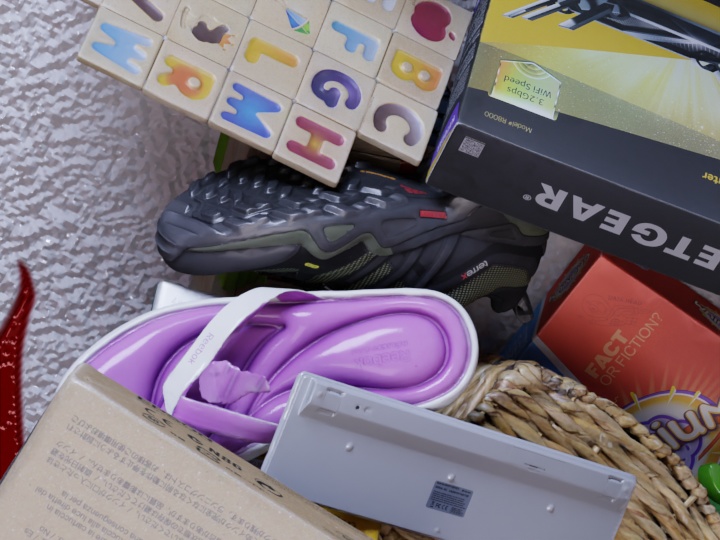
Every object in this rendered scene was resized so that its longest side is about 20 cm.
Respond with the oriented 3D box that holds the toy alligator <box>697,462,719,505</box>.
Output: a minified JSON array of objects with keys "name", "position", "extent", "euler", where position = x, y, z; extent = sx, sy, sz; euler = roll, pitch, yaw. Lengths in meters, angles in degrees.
[{"name":"toy alligator","position":[0.257,0.144,1.517],"extent":[0.200,0.059,0.054],"euler":[38,69,-12]}]

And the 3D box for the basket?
[{"name":"basket","position":[0.086,0.137,1.516],"extent":[0.200,0.149,0.143],"euler":[46,75,-14]}]

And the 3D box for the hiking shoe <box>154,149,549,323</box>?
[{"name":"hiking shoe","position":[0.000,0.000,1.416],"extent":[0.199,0.076,0.101],"euler":[-4,116,-18]}]

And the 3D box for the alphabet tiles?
[{"name":"alphabet tiles","position":[-0.048,-0.130,1.413],"extent":[0.200,0.167,0.006],"euler":[26,142,-8]}]

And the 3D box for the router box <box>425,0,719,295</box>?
[{"name":"router box","position":[0.144,-0.078,1.418],"extent":[0.200,0.158,0.052],"euler":[20,143,-6]}]

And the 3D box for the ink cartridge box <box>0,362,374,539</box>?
[{"name":"ink cartridge box","position":[-0.081,0.161,1.293],"extent":[0.200,0.075,0.165],"euler":[32,93,-4]}]

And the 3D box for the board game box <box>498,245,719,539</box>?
[{"name":"board game box","position":[0.159,0.094,1.550],"extent":[0.200,0.040,0.153],"euler":[33,110,-10]}]

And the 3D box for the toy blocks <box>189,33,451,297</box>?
[{"name":"toy blocks","position":[-0.004,-0.022,1.494],"extent":[0.136,0.100,0.200],"euler":[10,113,-14]}]

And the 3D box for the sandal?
[{"name":"sandal","position":[-0.044,0.043,1.352],"extent":[0.202,0.050,0.083],"euler":[-15,80,-11]}]

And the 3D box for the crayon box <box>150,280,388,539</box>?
[{"name":"crayon box","position":[-0.056,0.117,1.385],"extent":[0.125,0.052,0.201],"euler":[13,73,-3]}]

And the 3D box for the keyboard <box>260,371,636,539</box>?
[{"name":"keyboard","position":[0.043,0.098,1.378],"extent":[0.200,0.011,0.056],"euler":[19,101,-32]}]
